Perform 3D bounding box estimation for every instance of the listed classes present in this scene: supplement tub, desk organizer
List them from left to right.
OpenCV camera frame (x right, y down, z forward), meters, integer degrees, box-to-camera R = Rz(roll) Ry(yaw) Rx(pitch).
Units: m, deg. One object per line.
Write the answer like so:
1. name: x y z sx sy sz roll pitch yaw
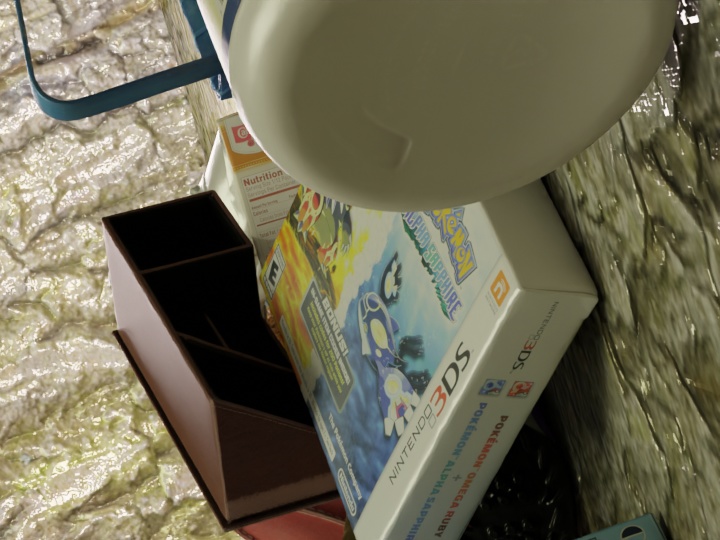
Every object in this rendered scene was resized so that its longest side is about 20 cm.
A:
1. desk organizer: -0.072 0.041 1.209 0.200 0.072 0.077 -128 28 -54
2. supplement tub: 0.006 -0.134 0.776 0.145 0.145 0.200 81 170 -50

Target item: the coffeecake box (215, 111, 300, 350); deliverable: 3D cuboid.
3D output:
1. coffeecake box: 0.000 0.000 1.297 0.154 0.073 0.200 -20 -87 -77

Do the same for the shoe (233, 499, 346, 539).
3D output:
1. shoe: 0.014 0.161 1.218 0.071 0.200 0.091 125 158 -46

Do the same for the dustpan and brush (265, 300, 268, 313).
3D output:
1. dustpan and brush: -0.045 -0.002 1.630 0.057 0.200 0.140 38 137 9

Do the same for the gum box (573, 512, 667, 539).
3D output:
1. gum box: 0.044 0.197 1.042 0.170 0.200 0.045 81 168 -53

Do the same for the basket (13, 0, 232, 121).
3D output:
1. basket: -0.102 -0.176 1.320 0.139 0.200 0.176 97 158 -59

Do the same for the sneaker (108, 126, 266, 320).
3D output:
1. sneaker: -0.097 -0.004 1.384 0.078 0.099 0.200 -98 14 -53

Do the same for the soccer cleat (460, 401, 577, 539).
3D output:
1. soccer cleat: 0.067 0.071 1.204 0.200 0.068 0.073 69 -161 -7

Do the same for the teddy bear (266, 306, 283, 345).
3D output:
1. teddy bear: -0.018 0.040 1.511 0.067 0.200 0.145 20 169 35

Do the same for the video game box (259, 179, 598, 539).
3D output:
1. video game box: 0.024 0.007 1.091 0.182 0.047 0.200 -62 35 34

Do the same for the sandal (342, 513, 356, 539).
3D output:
1. sandal: 0.012 0.165 1.141 0.054 0.200 0.080 33 161 -31
